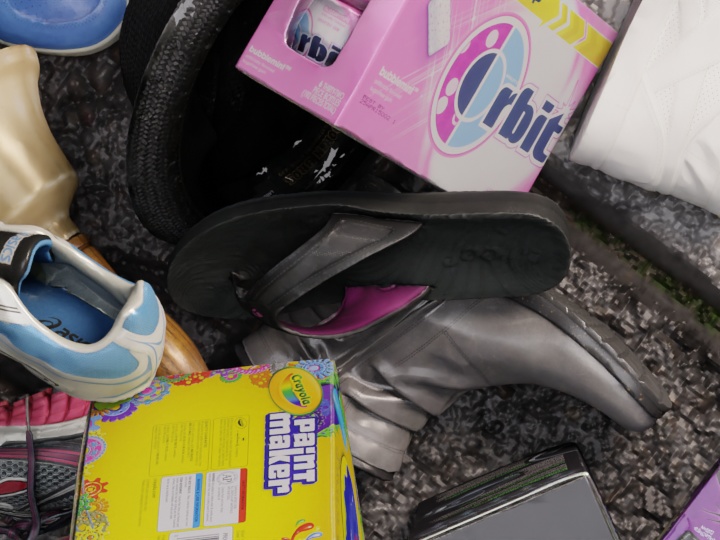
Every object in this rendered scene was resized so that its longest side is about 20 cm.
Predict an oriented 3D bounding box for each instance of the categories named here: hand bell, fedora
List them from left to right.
[{"bbox_3d":[-0.139,-0.003,1.220,0.104,0.104,0.200,-41,83,2],"label":"hand bell"},{"bbox_3d":[-0.060,-0.112,1.212,0.092,0.201,0.201,40,92,33],"label":"fedora"}]

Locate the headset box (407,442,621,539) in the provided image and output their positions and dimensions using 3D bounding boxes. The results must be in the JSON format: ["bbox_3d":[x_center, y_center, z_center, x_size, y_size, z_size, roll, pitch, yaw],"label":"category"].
[{"bbox_3d":[0.097,0.182,1.170,0.093,0.200,0.175,-23,88,3],"label":"headset box"}]

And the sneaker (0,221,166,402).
[{"bbox_3d":[-0.184,-0.001,1.159,0.199,0.072,0.073,19,133,7],"label":"sneaker"}]

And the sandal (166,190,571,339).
[{"bbox_3d":[0.000,-0.001,1.180,0.200,0.075,0.048,-6,45,12],"label":"sandal"}]

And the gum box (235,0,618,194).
[{"bbox_3d":[0.034,-0.106,1.169,0.066,0.200,0.114,31,93,31],"label":"gum box"}]

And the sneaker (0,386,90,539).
[{"bbox_3d":[-0.186,0.105,1.245,0.199,0.081,0.075,-16,91,3],"label":"sneaker"}]

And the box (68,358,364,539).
[{"bbox_3d":[-0.058,0.180,1.144,0.122,0.200,0.193,-6,122,3],"label":"box"}]

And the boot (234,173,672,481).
[{"bbox_3d":[0.046,0.055,1.245,0.200,0.070,0.132,35,95,13],"label":"boot"}]

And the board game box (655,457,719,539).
[{"bbox_3d":[0.256,0.162,1.248,0.200,0.032,0.120,37,96,2],"label":"board game box"}]

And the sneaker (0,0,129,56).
[{"bbox_3d":[-0.209,-0.172,1.229,0.200,0.111,0.077,33,92,2],"label":"sneaker"}]

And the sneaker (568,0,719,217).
[{"bbox_3d":[0.196,-0.125,1.232,0.115,0.074,0.200,24,100,0],"label":"sneaker"}]

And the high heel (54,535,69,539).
[{"bbox_3d":[-0.171,0.203,1.211,0.200,0.067,0.096,-25,56,-31],"label":"high heel"}]
